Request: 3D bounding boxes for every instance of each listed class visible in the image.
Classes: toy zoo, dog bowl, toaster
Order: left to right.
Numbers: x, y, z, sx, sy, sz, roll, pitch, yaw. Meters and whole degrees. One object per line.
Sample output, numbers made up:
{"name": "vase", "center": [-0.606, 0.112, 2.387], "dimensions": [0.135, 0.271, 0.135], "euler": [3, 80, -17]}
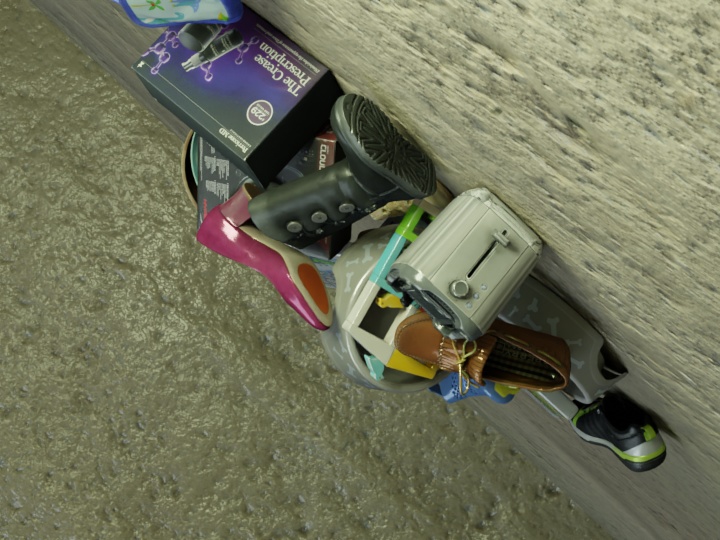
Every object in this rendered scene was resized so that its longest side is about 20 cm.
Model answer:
{"name": "dog bowl", "center": [0.052, 0.051, 1.541], "dimensions": [0.200, 0.201, 0.059], "euler": [44, 173, -27]}
{"name": "toy zoo", "center": [0.065, 0.035, 1.490], "dimensions": [0.130, 0.202, 0.020], "euler": [29, 180, -28]}
{"name": "toaster", "center": [0.108, -0.006, 1.369], "dimensions": [0.113, 0.129, 0.200], "euler": [43, 174, -3]}
{"name": "dog bowl", "center": [0.227, 0.082, 1.576], "dimensions": [0.200, 0.059, 0.200], "euler": [43, 175, 4]}

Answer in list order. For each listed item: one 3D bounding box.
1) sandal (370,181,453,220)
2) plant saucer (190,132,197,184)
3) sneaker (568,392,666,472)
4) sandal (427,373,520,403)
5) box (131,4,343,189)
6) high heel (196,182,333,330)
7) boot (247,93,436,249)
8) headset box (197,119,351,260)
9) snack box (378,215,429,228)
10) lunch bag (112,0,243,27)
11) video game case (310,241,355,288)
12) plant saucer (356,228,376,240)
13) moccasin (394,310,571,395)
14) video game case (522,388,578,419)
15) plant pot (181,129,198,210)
{"name": "sandal", "center": [0.033, -0.090, 1.555], "dimensions": [0.078, 0.070, 0.211], "euler": [46, 173, -34]}
{"name": "plant saucer", "center": [-0.114, -0.143, 1.646], "dimensions": [0.200, 0.200, 0.028], "euler": [43, -161, -17]}
{"name": "sneaker", "center": [0.334, 0.189, 1.712], "dimensions": [0.200, 0.071, 0.084], "euler": [30, 143, 62]}
{"name": "sandal", "center": [0.139, 0.139, 1.680], "dimensions": [0.079, 0.087, 0.200], "euler": [44, 176, -16]}
{"name": "box", "center": [-0.138, -0.210, 1.478], "dimensions": [0.199, 0.142, 0.079], "euler": [39, 174, 25]}
{"name": "high heel", "center": [-0.110, 0.004, 1.510], "dimensions": [0.067, 0.096, 0.201], "euler": [2, -128, -59]}
{"name": "boot", "center": [-0.043, -0.101, 1.406], "dimensions": [0.198, 0.066, 0.165], "euler": [-17, 139, 35]}
{"name": "headset box", "center": [-0.091, -0.107, 1.550], "dimensions": [0.197, 0.151, 0.077], "euler": [11, -154, 18]}
{"name": "snack box", "center": [0.126, 0.007, 1.730], "dimensions": [0.200, 0.053, 0.142], "euler": [38, 173, 41]}
{"name": "lunch bag", "center": [-0.210, -0.324, 1.269], "dimensions": [0.198, 0.129, 0.170], "euler": [28, 169, 12]}
{"name": "video game case", "center": [0.000, 0.000, 1.707], "dimensions": [0.197, 0.024, 0.182], "euler": [11, 165, 17]}
{"name": "plant saucer", "center": [0.077, 0.009, 1.882], "dimensions": [0.199, 0.032, 0.201], "euler": [39, -159, -18]}
{"name": "moccasin", "center": [0.135, 0.095, 1.453], "dimensions": [0.199, 0.074, 0.078], "euler": [18, -153, -1]}
{"name": "video game case", "center": [0.194, 0.118, 1.698], "dimensions": [0.200, 0.023, 0.182], "euler": [43, 178, 6]}
{"name": "plant pot", "center": [-0.146, -0.171, 1.765], "dimensions": [0.187, 0.187, 0.200], "euler": [44, -168, -20]}
